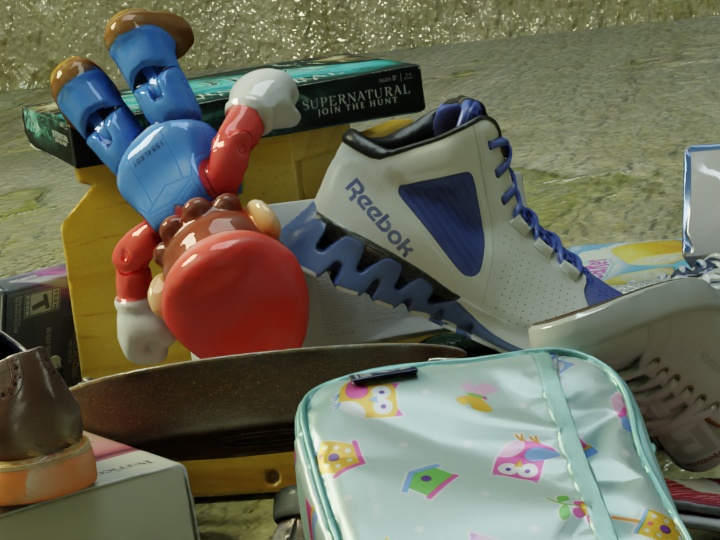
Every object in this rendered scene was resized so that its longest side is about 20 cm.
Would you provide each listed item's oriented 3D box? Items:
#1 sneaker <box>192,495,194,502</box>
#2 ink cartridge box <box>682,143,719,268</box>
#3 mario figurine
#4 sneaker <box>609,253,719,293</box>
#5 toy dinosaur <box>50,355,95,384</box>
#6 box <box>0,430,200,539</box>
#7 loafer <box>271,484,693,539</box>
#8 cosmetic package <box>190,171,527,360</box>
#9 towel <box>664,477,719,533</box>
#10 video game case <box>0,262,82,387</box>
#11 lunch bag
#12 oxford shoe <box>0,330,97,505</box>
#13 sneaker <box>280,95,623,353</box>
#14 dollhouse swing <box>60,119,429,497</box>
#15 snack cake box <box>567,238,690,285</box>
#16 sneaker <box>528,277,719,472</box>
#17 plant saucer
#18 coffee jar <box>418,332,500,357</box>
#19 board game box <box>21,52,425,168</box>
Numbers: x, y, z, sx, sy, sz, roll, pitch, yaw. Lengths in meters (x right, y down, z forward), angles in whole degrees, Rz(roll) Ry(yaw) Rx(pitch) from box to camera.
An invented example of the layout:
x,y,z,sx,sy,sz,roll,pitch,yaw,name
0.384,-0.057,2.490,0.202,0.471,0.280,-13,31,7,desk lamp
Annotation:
x,y,z,sx,sy,sz,roll,pitch,yaw,name
-0.190,0.109,1.437,0.199,0.105,0.076,-10,12,-10,sneaker
0.281,-0.007,1.626,0.136,0.077,0.200,-2,-24,22,ink cartridge box
-0.080,-0.029,1.379,0.106,0.200,0.124,-11,-31,-30,mario figurine
0.195,0.029,1.529,0.199,0.077,0.085,11,58,8,sneaker
-0.185,0.103,1.520,0.199,0.103,0.077,2,22,-1,toy dinosaur
-0.172,0.139,1.269,0.128,0.109,0.200,-15,13,-30,box
0.056,0.142,1.256,0.199,0.063,0.072,7,-16,2,loafer
0.000,0.000,1.476,0.199,0.083,0.051,-8,-3,-28,cosmetic package
0.210,0.107,1.273,0.200,0.023,0.144,2,0,-45,towel
-0.130,0.049,1.614,0.200,0.143,0.019,-15,36,-32,video game case
0.059,0.113,1.158,0.160,0.077,0.200,-9,39,-6,lunch bag
-0.183,0.054,1.233,0.071,0.073,0.200,-18,15,-36,oxford shoe
0.065,-0.025,1.406,0.199,0.115,0.081,20,8,-11,sneaker
-0.054,0.011,1.593,0.181,0.201,0.176,-5,10,14,dollhouse swing
0.164,0.033,1.673,0.115,0.067,0.200,-3,12,18,snack cake box
0.150,0.052,1.298,0.073,0.085,0.200,-20,-13,31,sneaker
-0.046,0.067,1.322,0.200,0.035,0.200,-5,-9,-1,plant saucer
0.078,0.092,1.390,0.104,0.086,0.200,3,10,-7,coffee jar
-0.079,-0.091,1.524,0.199,0.028,0.135,-10,11,-17,board game box
